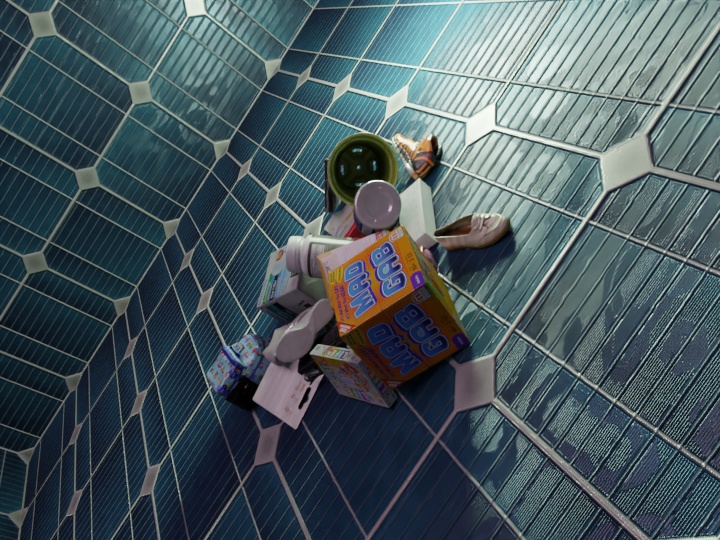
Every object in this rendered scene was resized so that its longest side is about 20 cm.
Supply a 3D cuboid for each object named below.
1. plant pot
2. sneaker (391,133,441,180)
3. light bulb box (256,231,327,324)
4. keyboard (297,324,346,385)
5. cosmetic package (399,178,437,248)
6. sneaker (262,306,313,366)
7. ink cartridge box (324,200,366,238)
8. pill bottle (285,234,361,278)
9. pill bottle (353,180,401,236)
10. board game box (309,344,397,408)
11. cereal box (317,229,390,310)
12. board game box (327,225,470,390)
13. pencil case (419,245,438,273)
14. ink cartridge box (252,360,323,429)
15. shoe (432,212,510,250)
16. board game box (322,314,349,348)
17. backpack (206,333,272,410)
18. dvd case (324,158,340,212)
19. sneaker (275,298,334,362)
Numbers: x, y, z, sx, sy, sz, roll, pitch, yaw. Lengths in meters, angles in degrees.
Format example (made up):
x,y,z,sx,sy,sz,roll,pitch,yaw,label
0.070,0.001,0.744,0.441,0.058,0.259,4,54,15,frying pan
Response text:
x,y,z,sx,sy,sz,roll,pitch,yaw,label
0.001,-0.292,1.802,0.202,0.199,0.184,-53,11,8,plant pot
0.161,-0.335,1.725,0.112,0.077,0.202,-42,45,18,sneaker
-0.184,0.026,1.844,0.198,0.124,0.201,-25,44,41,light bulb box
-0.098,0.214,1.595,0.199,0.020,0.129,-38,38,36,keyboard
0.143,-0.131,1.580,0.082,0.050,0.202,-39,36,34,cosmetic package
-0.193,0.168,1.729,0.088,0.076,0.200,14,52,45,sneaker
-0.016,-0.123,1.789,0.117,0.067,0.200,-56,31,3,ink cartridge box
-0.093,-0.036,1.682,0.196,0.115,0.116,5,58,10,pill bottle
0.040,-0.150,1.617,0.121,0.118,0.200,-61,-1,-7,pill bottle
-0.019,0.234,1.409,0.034,0.135,0.199,-45,23,-27,board game box
0.000,0.000,1.563,0.197,0.039,0.147,-19,77,19,cereal box
0.075,0.077,1.308,0.198,0.200,0.201,-32,36,13,board game box
0.085,0.022,1.463,0.198,0.088,0.088,-29,39,18,pencil case
-0.186,0.318,1.687,0.198,0.050,0.163,20,79,40,ink cartridge box
0.242,-0.087,1.392,0.198,0.053,0.071,-15,51,50,shoe
-0.025,0.125,1.613,0.199,0.034,0.128,22,82,59,board game box
-0.338,0.276,1.842,0.201,0.134,0.182,-54,32,2,backpack
-0.080,-0.249,1.869,0.200,0.016,0.152,-35,-55,-80,dvd case
-0.142,0.156,1.644,0.200,0.075,0.088,-45,8,-2,sneaker
